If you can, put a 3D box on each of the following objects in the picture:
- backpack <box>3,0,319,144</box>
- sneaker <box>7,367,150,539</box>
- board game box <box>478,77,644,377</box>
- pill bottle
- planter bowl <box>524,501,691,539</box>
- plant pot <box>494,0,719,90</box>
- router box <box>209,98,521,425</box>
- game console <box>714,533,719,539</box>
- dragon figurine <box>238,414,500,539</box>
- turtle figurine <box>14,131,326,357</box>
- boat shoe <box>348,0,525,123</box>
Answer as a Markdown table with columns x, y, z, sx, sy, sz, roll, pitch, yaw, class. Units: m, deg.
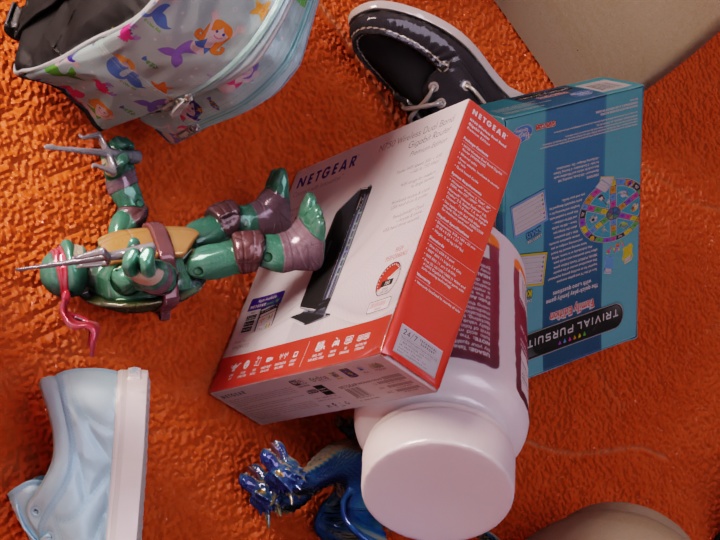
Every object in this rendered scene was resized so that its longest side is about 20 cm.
| x | y | z | sx | sy | sz | roll | pitch | yaw | class |
| --- | --- | --- | --- | --- | --- | --- | --- | --- | --- |
| -0.106 | -0.182 | 0.973 | 0.150 | 0.199 | 0.179 | 30 | 59 | -27 | backpack |
| -0.173 | 0.158 | 0.957 | 0.081 | 0.074 | 0.203 | 4 | 82 | -4 | sneaker |
| 0.143 | -0.031 | 1.181 | 0.150 | 0.047 | 0.203 | -16 | 113 | -37 | board game box |
| 0.054 | 0.069 | 1.040 | 0.114 | 0.114 | 0.201 | 36 | 36 | -25 | pill bottle |
| 0.177 | 0.250 | 1.122 | 0.201 | 0.199 | 0.135 | 54 | 28 | -14 | planter bowl |
| 0.228 | -0.270 | 1.255 | 0.201 | 0.176 | 0.200 | 51 | 57 | -16 | plant pot |
| 0.000 | 0.000 | 1.021 | 0.049 | 0.199 | 0.181 | 33 | 62 | -26 | router box |
| 0.402 | 0.241 | 1.315 | 0.198 | 0.118 | 0.173 | 0 | 80 | -35 | game console |
| 0.006 | 0.164 | 1.078 | 0.200 | 0.059 | 0.100 | 42 | 60 | -21 | dragon figurine |
| -0.129 | -0.021 | 0.997 | 0.198 | 0.102 | 0.150 | -8 | 41 | -23 | turtle figurine |
| 0.065 | -0.124 | 1.175 | 0.199 | 0.073 | 0.061 | 36 | 57 | -34 | boat shoe |
